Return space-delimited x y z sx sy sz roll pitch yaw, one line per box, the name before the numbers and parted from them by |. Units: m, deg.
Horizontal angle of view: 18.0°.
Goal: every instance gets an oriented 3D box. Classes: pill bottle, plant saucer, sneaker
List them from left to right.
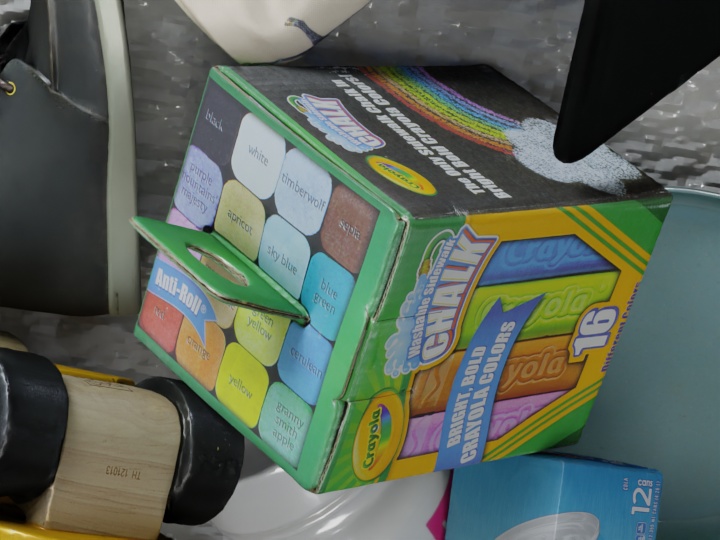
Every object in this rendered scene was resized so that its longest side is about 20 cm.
sneaker | -0.145 -0.066 0.919 0.105 0.075 0.202 -4 118 -7
pill bottle | 0.009 0.135 1.017 0.113 0.114 0.201 -28 117 8
plant saucer | 0.134 0.047 1.015 0.198 0.027 0.202 4 120 7

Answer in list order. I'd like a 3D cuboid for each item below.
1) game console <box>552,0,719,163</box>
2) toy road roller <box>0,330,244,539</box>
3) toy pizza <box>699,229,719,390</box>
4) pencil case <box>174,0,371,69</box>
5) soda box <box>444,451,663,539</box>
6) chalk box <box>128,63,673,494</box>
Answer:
game console | 0.118 -0.171 0.863 0.177 0.200 0.116 56 146 -3
toy road roller | -0.152 0.101 0.916 0.122 0.199 0.147 14 88 -42
toy pizza | 0.250 0.008 1.021 0.198 0.032 0.202 0 118 0
pencil case | 0.001 -0.160 0.887 0.200 0.078 0.090 -39 101 13
soda box | 0.071 0.177 0.954 0.064 0.068 0.202 9 87 -40
chalk box | 0.000 0.000 0.894 0.199 0.125 0.125 -6 124 -42
